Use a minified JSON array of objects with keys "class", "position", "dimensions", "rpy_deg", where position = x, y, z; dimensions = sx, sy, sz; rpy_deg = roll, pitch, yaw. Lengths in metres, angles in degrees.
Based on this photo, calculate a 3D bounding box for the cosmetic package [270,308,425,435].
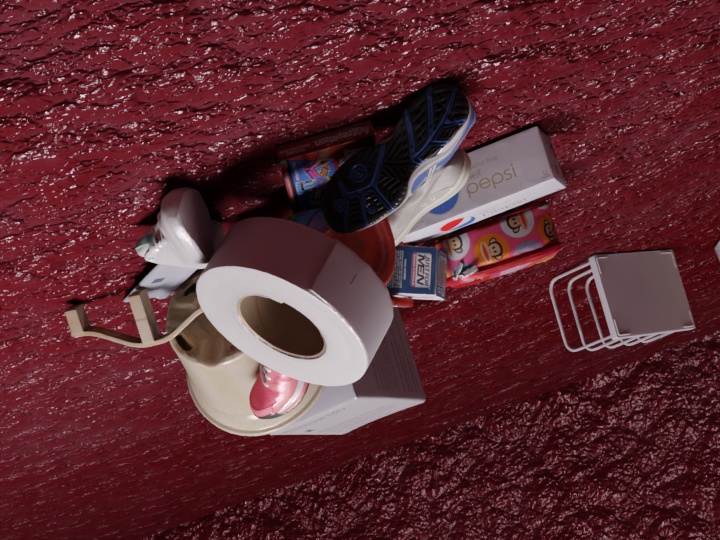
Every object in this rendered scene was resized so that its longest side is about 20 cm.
[{"class":"cosmetic package","position":[-0.038,0.142,2.196],"dimensions":[0.167,0.167,0.200],"rpy_deg":[-25,162,28]}]

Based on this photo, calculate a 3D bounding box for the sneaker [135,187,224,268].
[{"class":"sneaker","position":[-0.201,-0.034,1.586],"dimensions":[0.088,0.075,0.200],"rpy_deg":[-5,167,3]}]

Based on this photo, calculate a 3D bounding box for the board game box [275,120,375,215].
[{"class":"board game box","position":[-0.032,-0.106,1.598],"dimensions":[0.103,0.019,0.200],"rpy_deg":[-17,165,-2]}]

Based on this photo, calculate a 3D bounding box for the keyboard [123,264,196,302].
[{"class":"keyboard","position":[-0.236,0.009,1.777],"dimensions":[0.056,0.011,0.200],"rpy_deg":[-4,167,-23]}]

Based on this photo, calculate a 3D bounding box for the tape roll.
[{"class":"tape roll","position":[-0.068,0.034,1.549],"dimensions":[0.202,0.071,0.203],"rpy_deg":[22,149,14]}]

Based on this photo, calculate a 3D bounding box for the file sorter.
[{"class":"file sorter","position":[0.429,0.055,2.455],"dimensions":[0.200,0.139,0.124],"rpy_deg":[-4,164,-40]}]

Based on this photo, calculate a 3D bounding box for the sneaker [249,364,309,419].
[{"class":"sneaker","position":[-0.093,0.092,1.752],"dimensions":[0.087,0.074,0.200],"rpy_deg":[16,123,-33]}]

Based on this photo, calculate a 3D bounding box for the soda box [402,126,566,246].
[{"class":"soda box","position":[0.130,-0.096,1.713],"dimensions":[0.200,0.068,0.064],"rpy_deg":[-21,166,17]}]

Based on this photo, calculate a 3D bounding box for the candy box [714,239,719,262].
[{"class":"candy box","position":[0.667,-0.057,2.466],"dimensions":[0.115,0.055,0.200],"rpy_deg":[-17,165,0]}]

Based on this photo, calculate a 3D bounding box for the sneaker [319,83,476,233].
[{"class":"sneaker","position":[0.044,-0.106,1.514],"dimensions":[0.200,0.076,0.077],"rpy_deg":[-39,166,18]}]

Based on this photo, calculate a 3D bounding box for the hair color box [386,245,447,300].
[{"class":"hair color box","position":[0.000,0.000,1.785],"dimensions":[0.200,0.061,0.100],"rpy_deg":[3,177,10]}]

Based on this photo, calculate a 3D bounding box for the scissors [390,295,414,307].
[{"class":"scissors","position":[0.033,0.032,1.703],"dimensions":[0.073,0.014,0.200],"rpy_deg":[6,175,-5]}]

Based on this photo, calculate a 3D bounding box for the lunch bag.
[{"class":"lunch bag","position":[0.151,-0.027,1.901],"dimensions":[0.176,0.082,0.200],"rpy_deg":[-18,180,-11]}]

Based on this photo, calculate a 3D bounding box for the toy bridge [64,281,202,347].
[{"class":"toy bridge","position":[-0.261,0.058,1.788],"dimensions":[0.200,0.067,0.027],"rpy_deg":[-13,-166,16]}]

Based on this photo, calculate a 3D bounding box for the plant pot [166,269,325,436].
[{"class":"plant pot","position":[-0.155,0.087,1.879],"dimensions":[0.200,0.201,0.184],"rpy_deg":[-19,153,6]}]

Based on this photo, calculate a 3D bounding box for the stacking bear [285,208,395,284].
[{"class":"stacking bear","position":[-0.070,-0.013,1.650],"dimensions":[0.200,0.122,0.114],"rpy_deg":[-13,135,38]}]

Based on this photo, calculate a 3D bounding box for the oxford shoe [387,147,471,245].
[{"class":"oxford shoe","position":[0.040,-0.079,1.656],"dimensions":[0.058,0.075,0.200],"rpy_deg":[20,136,-33]}]
